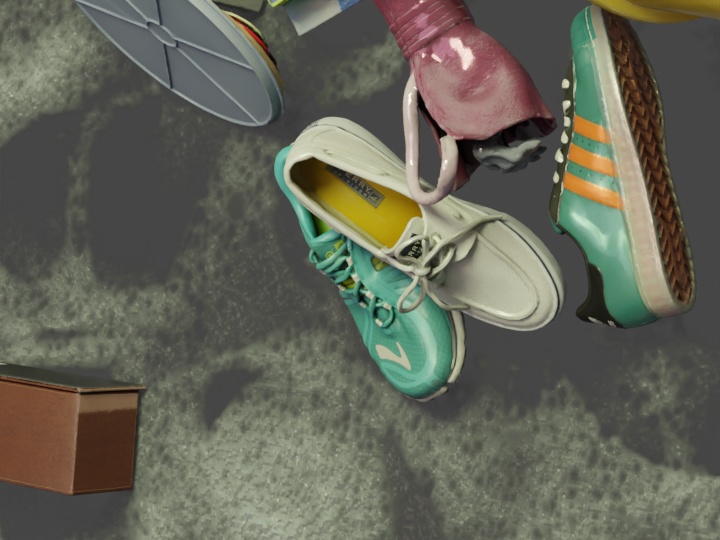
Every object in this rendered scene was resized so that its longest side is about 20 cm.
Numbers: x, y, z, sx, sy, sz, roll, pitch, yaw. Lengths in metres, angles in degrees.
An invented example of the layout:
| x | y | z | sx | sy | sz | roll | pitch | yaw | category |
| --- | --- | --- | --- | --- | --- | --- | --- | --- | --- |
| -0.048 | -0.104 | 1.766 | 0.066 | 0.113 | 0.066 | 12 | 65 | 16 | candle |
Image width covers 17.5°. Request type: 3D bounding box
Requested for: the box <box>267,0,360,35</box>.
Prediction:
| x | y | z | sx | sy | sz | roll | pitch | yaw | category |
| --- | --- | --- | --- | --- | --- | --- | --- | --- | --- |
| -0.042 | -0.270 | 1.541 | 0.121 | 0.048 | 0.201 | -28 | 94 | 10 | box |

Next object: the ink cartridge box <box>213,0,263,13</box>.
| x | y | z | sx | sy | sz | roll | pitch | yaw | category |
| --- | --- | --- | --- | --- | --- | --- | --- | --- | --- |
| -0.113 | -0.299 | 1.637 | 0.145 | 0.084 | 0.201 | 26 | 102 | 34 | ink cartridge box |

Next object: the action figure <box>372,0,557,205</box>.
| x | y | z | sx | sy | sz | roll | pitch | yaw | category |
| --- | --- | --- | --- | --- | --- | --- | --- | --- | --- |
| 0.042 | -0.147 | 1.469 | 0.201 | 0.148 | 0.134 | 60 | 152 | 3 | action figure |

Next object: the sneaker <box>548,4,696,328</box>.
| x | y | z | sx | sy | sz | roll | pitch | yaw | category |
| --- | --- | --- | --- | --- | --- | --- | --- | --- | --- |
| 0.146 | -0.063 | 1.439 | 0.079 | 0.071 | 0.202 | -15 | 80 | 29 | sneaker |

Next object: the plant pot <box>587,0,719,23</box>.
| x | y | z | sx | sy | sz | roll | pitch | yaw | category |
| --- | --- | --- | --- | --- | --- | --- | --- | --- | --- |
| 0.202 | -0.221 | 1.297 | 0.189 | 0.200 | 0.202 | 44 | 114 | 55 | plant pot |

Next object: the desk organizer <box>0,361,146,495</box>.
| x | y | z | sx | sy | sz | roll | pitch | yaw | category |
| --- | --- | --- | --- | --- | --- | --- | --- | --- | --- |
| -0.258 | 0.112 | 1.727 | 0.199 | 0.071 | 0.078 | 7 | 93 | 36 | desk organizer |

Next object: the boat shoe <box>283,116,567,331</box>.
| x | y | z | sx | sy | sz | roll | pitch | yaw | category |
| --- | --- | --- | --- | --- | --- | --- | --- | --- | --- |
| 0.037 | -0.019 | 1.461 | 0.201 | 0.086 | 0.075 | 37 | 117 | -1 | boat shoe |

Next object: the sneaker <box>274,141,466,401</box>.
| x | y | z | sx | sy | sz | roll | pitch | yaw | category |
| --- | --- | --- | --- | --- | --- | --- | --- | --- | --- |
| 0.000 | 0.000 | 1.538 | 0.077 | 0.079 | 0.201 | -41 | 65 | 27 | sneaker |

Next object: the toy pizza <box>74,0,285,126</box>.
| x | y | z | sx | sy | sz | roll | pitch | yaw | category |
| --- | --- | --- | --- | --- | --- | --- | --- | --- | --- |
| -0.127 | -0.172 | 1.590 | 0.199 | 0.201 | 0.032 | 27 | 71 | 34 | toy pizza |
